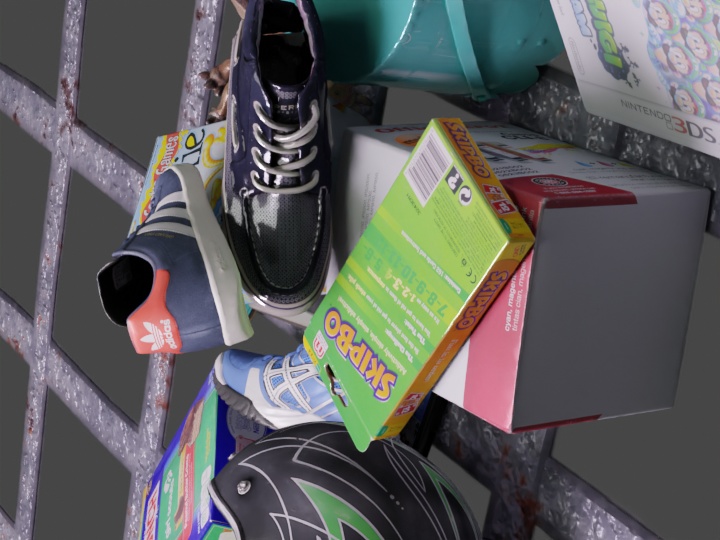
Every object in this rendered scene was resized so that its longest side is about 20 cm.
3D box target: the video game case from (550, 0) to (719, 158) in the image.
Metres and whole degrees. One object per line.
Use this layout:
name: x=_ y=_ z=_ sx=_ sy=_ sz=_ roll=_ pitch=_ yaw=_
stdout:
video game case: x=0.160 y=-0.159 z=0.907 sx=0.182 sy=0.024 sz=0.201 roll=31 pitch=149 yaw=56

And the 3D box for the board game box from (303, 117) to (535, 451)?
board game box: x=0.028 y=0.014 z=0.958 sx=0.200 sy=0.030 sz=0.096 roll=-56 pitch=50 yaw=37

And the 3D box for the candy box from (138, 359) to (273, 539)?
candy box: x=-0.126 y=0.204 z=1.352 sx=0.170 sy=0.077 sz=0.200 roll=-92 pitch=25 yaw=-45

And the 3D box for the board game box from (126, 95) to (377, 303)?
board game box: x=-0.065 y=-0.046 z=1.164 sx=0.199 sy=0.105 sz=0.104 roll=-7 pitch=63 yaw=47

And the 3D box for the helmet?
helmet: x=-0.013 y=0.201 z=1.097 sx=0.200 sy=0.199 sz=0.192 roll=0 pitch=79 yaw=54

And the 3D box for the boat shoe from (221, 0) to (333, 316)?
boat shoe: x=-0.052 y=-0.076 z=1.005 sx=0.093 sy=0.074 sz=0.201 roll=122 pitch=142 yaw=-78

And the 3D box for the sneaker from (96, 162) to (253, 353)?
sneaker: x=-0.130 y=-0.009 z=1.032 sx=0.200 sy=0.084 sz=0.075 roll=-122 pitch=18 yaw=-63

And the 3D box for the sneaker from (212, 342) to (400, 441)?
sneaker: x=-0.038 y=0.088 z=1.247 sx=0.199 sy=0.075 sz=0.078 roll=17 pitch=101 yaw=42

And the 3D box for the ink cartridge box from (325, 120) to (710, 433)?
ink cartridge box: x=0.091 y=-0.005 z=1.015 sx=0.200 sy=0.145 sz=0.146 roll=24 pitch=114 yaw=50

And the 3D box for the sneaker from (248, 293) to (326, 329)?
sneaker: x=0.000 y=0.000 z=1.194 sx=0.199 sy=0.075 sz=0.107 roll=15 pitch=85 yaw=44

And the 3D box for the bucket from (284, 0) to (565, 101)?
bucket: x=0.040 y=-0.214 z=1.067 sx=0.207 sy=0.134 sz=0.209 roll=13 pitch=107 yaw=52

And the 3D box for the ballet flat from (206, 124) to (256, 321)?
ballet flat: x=-0.109 y=-0.041 z=1.374 sx=0.063 sy=0.068 sz=0.201 roll=-120 pitch=36 yaw=-73

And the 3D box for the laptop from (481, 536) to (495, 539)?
laptop: x=0.100 y=0.293 z=1.074 sx=0.115 sy=0.200 sz=0.189 roll=-2 pitch=94 yaw=20

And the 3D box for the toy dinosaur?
toy dinosaur: x=-0.053 y=-0.157 z=1.256 sx=0.135 sy=0.085 sz=0.201 roll=-41 pitch=44 yaw=36

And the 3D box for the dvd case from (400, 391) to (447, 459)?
dvd case: x=0.003 y=0.122 z=1.262 sx=0.143 sy=0.017 sz=0.201 roll=44 pitch=127 yaw=41
